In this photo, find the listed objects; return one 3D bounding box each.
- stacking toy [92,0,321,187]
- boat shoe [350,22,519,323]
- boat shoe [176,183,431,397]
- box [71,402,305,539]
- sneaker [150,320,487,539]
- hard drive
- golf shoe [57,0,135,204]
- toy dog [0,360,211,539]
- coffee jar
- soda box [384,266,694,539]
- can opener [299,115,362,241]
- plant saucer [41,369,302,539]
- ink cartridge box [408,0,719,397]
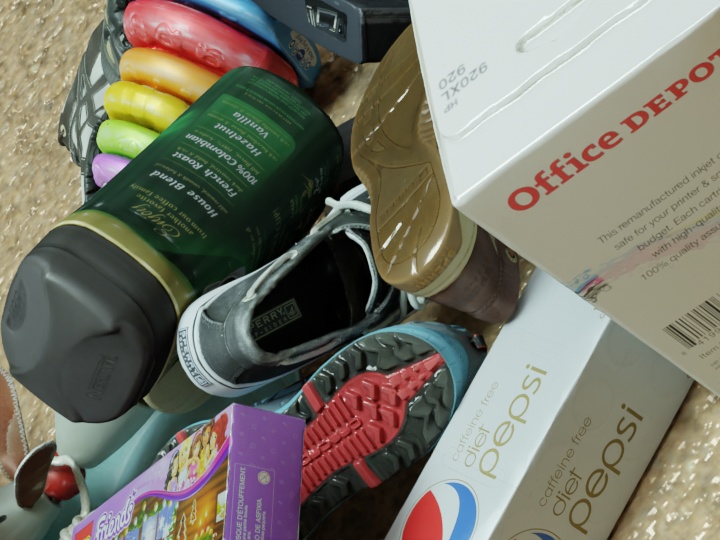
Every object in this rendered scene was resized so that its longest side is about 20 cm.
[{"bbox_3d":[-0.115,-0.066,1.418,0.110,0.116,0.200,21,78,22],"label":"stacking toy"},{"bbox_3d":[0.046,-0.049,1.201,0.072,0.072,0.200,-46,28,26],"label":"boat shoe"},{"bbox_3d":[-0.001,-0.002,1.223,0.199,0.074,0.068,-25,1,-39],"label":"boat shoe"},{"bbox_3d":[-0.087,0.158,1.143,0.200,0.039,0.137,-39,42,54],"label":"box"},{"bbox_3d":[-0.014,0.086,1.217,0.200,0.096,0.079,-28,87,31],"label":"sneaker"},{"bbox_3d":[0.003,-0.161,1.370,0.200,0.135,0.042,41,128,52],"label":"hard drive"},{"bbox_3d":[-0.144,-0.077,1.524,0.094,0.078,0.200,-43,33,46],"label":"golf shoe"},{"bbox_3d":[-0.162,0.072,1.335,0.132,0.096,0.200,16,75,52],"label":"toy dog"},{"bbox_3d":[-0.097,-0.013,1.263,0.200,0.085,0.104,-47,-11,-42],"label":"coffee jar"},{"bbox_3d":[0.072,0.103,1.132,0.064,0.068,0.200,20,78,52],"label":"soda box"},{"bbox_3d":[-0.009,-0.063,1.364,0.200,0.053,0.066,-24,46,35],"label":"can opener"},{"bbox_3d":[-0.095,0.113,1.339,0.200,0.036,0.200,-28,45,32],"label":"plant saucer"},{"bbox_3d":[0.144,-0.070,1.074,0.147,0.200,0.145,-36,41,24],"label":"ink cartridge box"}]
